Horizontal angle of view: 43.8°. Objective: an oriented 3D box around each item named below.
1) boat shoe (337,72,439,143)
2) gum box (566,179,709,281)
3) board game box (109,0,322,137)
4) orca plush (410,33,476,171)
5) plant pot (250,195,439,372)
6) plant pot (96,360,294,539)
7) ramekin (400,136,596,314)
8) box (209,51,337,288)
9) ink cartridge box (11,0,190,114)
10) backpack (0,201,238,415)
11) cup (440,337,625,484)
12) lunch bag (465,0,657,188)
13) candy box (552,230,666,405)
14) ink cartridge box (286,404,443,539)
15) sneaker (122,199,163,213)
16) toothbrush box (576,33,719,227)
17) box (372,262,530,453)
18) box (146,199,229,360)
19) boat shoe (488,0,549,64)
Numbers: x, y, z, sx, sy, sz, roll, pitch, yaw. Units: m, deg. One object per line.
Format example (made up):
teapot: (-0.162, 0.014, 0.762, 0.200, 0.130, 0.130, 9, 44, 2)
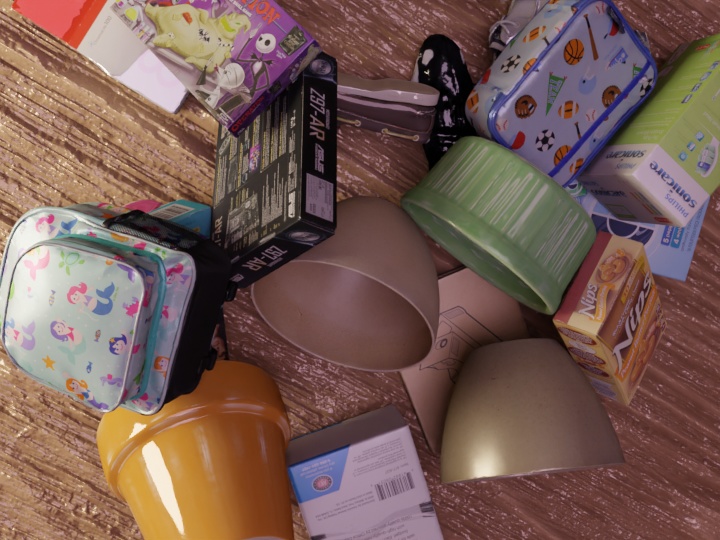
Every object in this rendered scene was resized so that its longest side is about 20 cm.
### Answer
boat shoe: (-0.017, -0.181, 0.970, 0.200, 0.072, 0.060, 9, 115, 2)
gum box: (0.309, -0.093, 1.055, 0.200, 0.045, 0.170, 13, 96, -12)
board game box: (-0.144, -0.236, 0.872, 0.120, 0.032, 0.200, -44, 69, -1)
orca plush: (0.090, -0.161, 0.994, 0.105, 0.071, 0.200, 12, 97, -11)
plant pot: (0.000, 0.000, 0.963, 0.200, 0.200, 0.135, 30, 56, -13)
plant pot: (-0.152, 0.225, 0.916, 0.200, 0.183, 0.200, -16, 141, -13)
ramekin: (0.149, -0.051, 0.941, 0.200, 0.200, 0.098, 38, 87, -13)
box: (-0.088, -0.101, 0.887, 0.044, 0.160, 0.200, 19, 57, -35)
ink cartridge box: (-0.237, -0.284, 0.933, 0.200, 0.057, 0.163, 32, 93, -17)
backpack: (-0.242, 0.029, 0.829, 0.200, 0.151, 0.178, 22, 106, 19)
cup: (0.178, 0.155, 0.993, 0.200, 0.200, 0.143, -5, 75, -9)
lunch bag: (0.220, -0.189, 0.955, 0.200, 0.076, 0.160, -47, 121, 1)
candy box: (0.283, 0.058, 1.000, 0.115, 0.055, 0.200, -60, 145, -15)
ink cartridge box: (0.008, 0.280, 1.045, 0.146, 0.084, 0.200, -18, 102, -7)
sneaker: (-0.265, 0.017, 0.968, 0.074, 0.087, 0.200, 22, 72, 8)
toothbrush box: (0.344, -0.151, 0.957, 0.086, 0.146, 0.200, 42, 87, -12)
box: (0.123, 0.100, 1.067, 0.163, 0.021, 0.200, -22, 103, -5)
box: (-0.192, 0.033, 0.947, 0.082, 0.049, 0.200, -30, 125, -44)
boat shoe: (0.175, -0.247, 0.995, 0.068, 0.072, 0.200, 1, 109, -25)
